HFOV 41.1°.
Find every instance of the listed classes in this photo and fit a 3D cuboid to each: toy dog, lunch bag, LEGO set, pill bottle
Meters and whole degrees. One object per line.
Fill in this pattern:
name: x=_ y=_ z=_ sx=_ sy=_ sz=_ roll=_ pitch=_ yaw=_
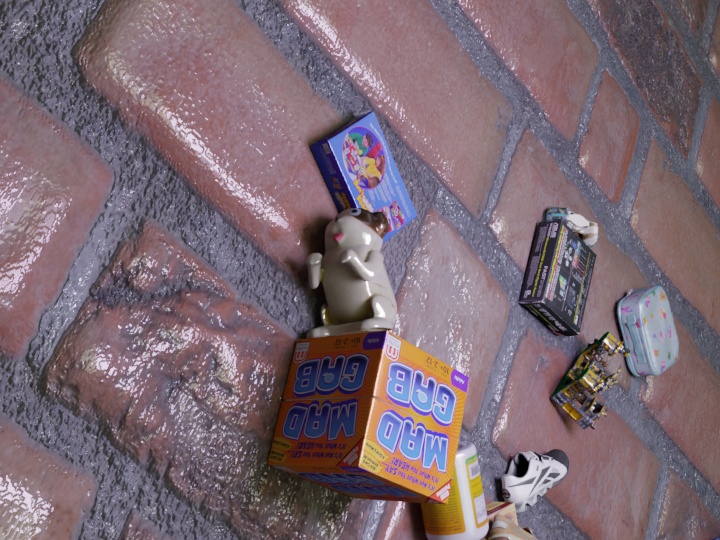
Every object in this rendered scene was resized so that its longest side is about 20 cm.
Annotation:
toy dog: x=0.000 y=0.000 z=1.530 sx=0.193 sy=0.139 sz=0.202 roll=0 pitch=82 yaw=-48
lunch bag: x=0.670 y=0.140 z=2.251 sx=0.160 sy=0.077 sz=0.202 roll=-23 pitch=100 yaw=-44
LEGO set: x=0.498 y=0.236 z=1.996 sx=0.116 sy=0.154 sz=0.200 roll=43 pitch=37 yaw=1
pill bottle: x=0.159 y=0.404 z=1.644 sx=0.110 sy=0.110 sz=0.202 roll=-10 pitch=90 yaw=-46

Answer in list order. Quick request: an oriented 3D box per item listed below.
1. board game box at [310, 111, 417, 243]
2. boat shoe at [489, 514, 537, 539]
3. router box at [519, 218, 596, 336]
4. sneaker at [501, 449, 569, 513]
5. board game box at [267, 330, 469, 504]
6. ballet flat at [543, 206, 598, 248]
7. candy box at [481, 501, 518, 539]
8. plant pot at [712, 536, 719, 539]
board game box: x=0.009 y=-0.150 z=1.629 sx=0.134 sy=0.045 sz=0.201 roll=-38 pitch=111 yaw=-43
boat shoe: x=0.303 y=0.501 z=1.736 sx=0.200 sy=0.071 sz=0.077 roll=45 pitch=36 yaw=-36
router box: x=0.416 y=0.016 z=2.012 sx=0.150 sy=0.062 sz=0.202 roll=38 pitch=59 yaw=-37
sneaker: x=0.340 y=0.382 z=1.865 sx=0.199 sy=0.074 sz=0.089 roll=-29 pitch=106 yaw=-45
board game box: x=0.015 y=0.226 z=1.457 sx=0.199 sy=0.199 sz=0.202 roll=31 pitch=62 yaw=-38
ballet flat: x=0.479 y=-0.089 z=2.097 sx=0.199 sy=0.074 sz=0.075 roll=16 pitch=72 yaw=-44
candy box: x=0.247 y=0.537 z=1.753 sx=0.115 sy=0.055 sz=0.202 roll=-8 pitch=88 yaw=-48
plant pot: x=0.983 y=0.753 z=2.399 sx=0.199 sy=0.179 sz=0.202 roll=5 pitch=79 yaw=-46
